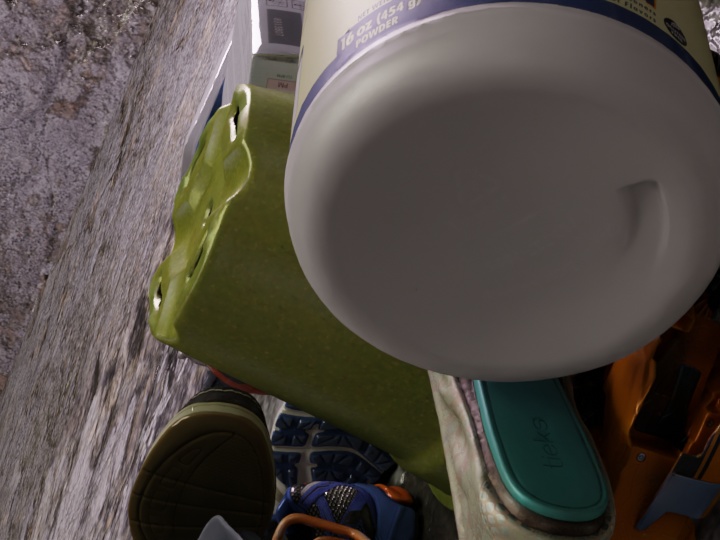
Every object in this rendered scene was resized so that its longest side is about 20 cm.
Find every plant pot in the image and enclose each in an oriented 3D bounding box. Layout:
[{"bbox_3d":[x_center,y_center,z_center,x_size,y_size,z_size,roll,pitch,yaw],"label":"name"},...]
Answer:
[{"bbox_3d":[0.000,0.000,0.733,0.200,0.183,0.202,-161,90,-73],"label":"plant pot"}]

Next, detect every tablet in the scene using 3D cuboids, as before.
[{"bbox_3d":[-0.100,-0.125,1.091,0.130,0.014,0.201,103,-176,-55],"label":"tablet"}]

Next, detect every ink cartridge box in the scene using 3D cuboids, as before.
[{"bbox_3d":[-0.067,-0.083,0.952,0.163,0.057,0.201,-100,16,-57],"label":"ink cartridge box"}]

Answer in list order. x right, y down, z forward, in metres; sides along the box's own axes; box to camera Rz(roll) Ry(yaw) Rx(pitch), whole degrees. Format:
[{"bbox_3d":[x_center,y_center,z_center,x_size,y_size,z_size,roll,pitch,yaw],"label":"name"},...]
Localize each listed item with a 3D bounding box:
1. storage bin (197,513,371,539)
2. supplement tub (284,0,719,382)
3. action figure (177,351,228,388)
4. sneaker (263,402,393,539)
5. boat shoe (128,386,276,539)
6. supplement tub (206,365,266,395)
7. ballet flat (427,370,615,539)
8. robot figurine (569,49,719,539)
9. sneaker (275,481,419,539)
[{"bbox_3d":[-0.003,0.188,0.623,0.147,0.134,0.200,-71,18,-3],"label":"storage bin"},{"bbox_3d":[0.050,-0.077,0.524,0.201,0.144,0.145,-87,24,-47],"label":"supplement tub"},{"bbox_3d":[-0.117,0.026,1.220,0.201,0.104,0.194,-58,11,29],"label":"action figure"},{"bbox_3d":[-0.029,0.106,0.899,0.085,0.077,0.201,-92,27,-60],"label":"sneaker"},{"bbox_3d":[-0.081,0.124,0.769,0.066,0.071,0.202,-82,2,-48],"label":"boat shoe"},{"bbox_3d":[-0.037,0.010,0.974,0.200,0.106,0.108,-37,37,60],"label":"supplement tub"},{"bbox_3d":[0.047,0.043,0.553,0.201,0.067,0.063,-92,16,-52],"label":"ballet flat"},{"bbox_3d":[0.123,0.010,0.556,0.145,0.058,0.201,-125,55,-69],"label":"robot figurine"},{"bbox_3d":[-0.027,0.203,0.775,0.075,0.078,0.201,133,151,-54],"label":"sneaker"}]
